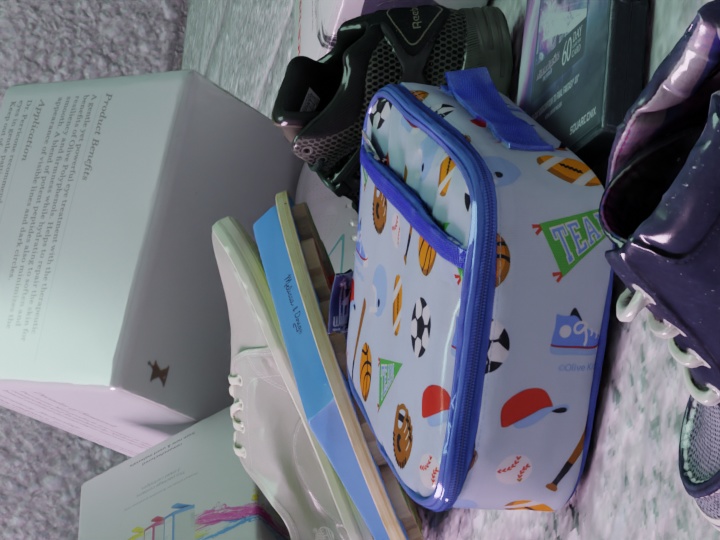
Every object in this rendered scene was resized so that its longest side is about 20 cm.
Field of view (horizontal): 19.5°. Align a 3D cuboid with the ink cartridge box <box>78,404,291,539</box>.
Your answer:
[{"bbox_3d":[-0.074,0.197,1.166,0.129,0.125,0.200,52,-163,-32],"label":"ink cartridge box"}]

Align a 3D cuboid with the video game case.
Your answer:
[{"bbox_3d":[0.097,-0.139,0.892,0.143,0.019,0.200,138,138,-75],"label":"video game case"}]

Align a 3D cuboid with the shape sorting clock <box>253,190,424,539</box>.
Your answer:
[{"bbox_3d":[-0.004,0.054,1.062,0.200,0.039,0.200,-22,-90,-85],"label":"shape sorting clock"}]

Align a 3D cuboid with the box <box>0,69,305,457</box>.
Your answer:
[{"bbox_3d":[-0.121,0.005,1.306,0.171,0.200,0.199,-1,70,40],"label":"box"}]

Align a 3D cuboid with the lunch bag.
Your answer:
[{"bbox_3d":[0.042,0.002,0.880,0.200,0.075,0.161,-128,40,-68],"label":"lunch bag"}]

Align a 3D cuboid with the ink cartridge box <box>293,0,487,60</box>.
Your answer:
[{"bbox_3d":[0.022,-0.183,1.170,0.200,0.084,0.145,111,164,-50],"label":"ink cartridge box"}]

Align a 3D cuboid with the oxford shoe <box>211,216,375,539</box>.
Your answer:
[{"bbox_3d":[-0.045,0.069,1.107,0.075,0.058,0.200,-21,-90,-83],"label":"oxford shoe"}]

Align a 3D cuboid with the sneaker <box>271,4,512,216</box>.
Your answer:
[{"bbox_3d":[0.006,-0.046,1.072,0.076,0.114,0.200,-96,12,-55],"label":"sneaker"}]

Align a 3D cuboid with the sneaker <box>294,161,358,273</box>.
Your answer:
[{"bbox_3d":[0.000,0.000,1.247,0.080,0.070,0.201,-11,67,56],"label":"sneaker"}]

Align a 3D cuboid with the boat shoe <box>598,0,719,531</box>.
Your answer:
[{"bbox_3d":[0.097,0.003,0.541,0.200,0.093,0.075,110,165,-51],"label":"boat shoe"}]
